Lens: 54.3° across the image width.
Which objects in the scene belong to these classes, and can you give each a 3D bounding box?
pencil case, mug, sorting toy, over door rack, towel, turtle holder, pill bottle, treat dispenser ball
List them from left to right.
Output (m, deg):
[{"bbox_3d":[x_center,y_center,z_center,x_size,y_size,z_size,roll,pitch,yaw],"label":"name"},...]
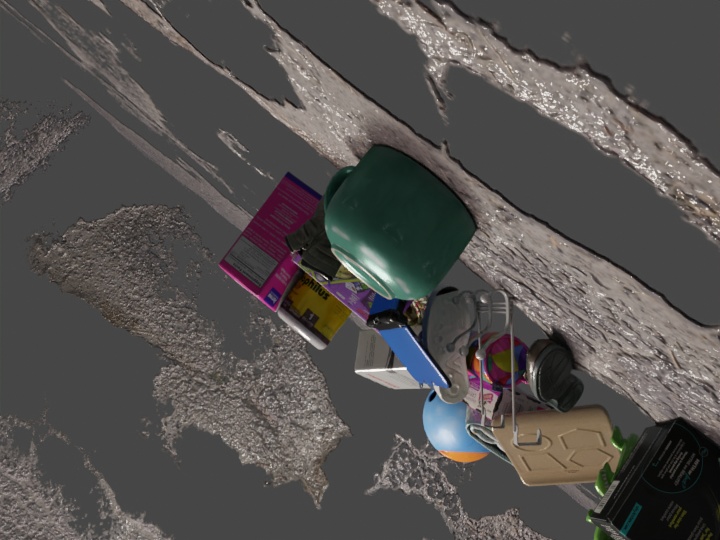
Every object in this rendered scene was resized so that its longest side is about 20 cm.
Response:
[{"bbox_3d":[-0.049,0.028,1.232,0.108,0.202,0.109,36,173,6],"label":"pill bottle"},{"bbox_3d":[0.030,-0.042,0.782,0.151,0.115,0.185,40,172,-14],"label":"mug"},{"bbox_3d":[0.247,0.350,1.677,0.199,0.202,0.201,37,172,6],"label":"treat dispenser ball"},{"bbox_3d":[0.169,0.129,0.941,0.148,0.065,0.206,165,92,-82],"label":"over door rack"},{"bbox_3d":[0.206,0.141,1.127,0.088,0.089,0.200,39,174,-7],"label":"pencil case"},{"bbox_3d":[0.282,0.285,1.345,0.198,0.048,0.173,38,-147,-14],"label":"towel"},{"bbox_3d":[0.324,0.281,1.135,0.181,0.037,0.202,-11,133,24],"label":"sorting toy"},{"bbox_3d":[0.387,0.319,0.961,0.129,0.145,0.185,18,-153,24],"label":"turtle holder"}]

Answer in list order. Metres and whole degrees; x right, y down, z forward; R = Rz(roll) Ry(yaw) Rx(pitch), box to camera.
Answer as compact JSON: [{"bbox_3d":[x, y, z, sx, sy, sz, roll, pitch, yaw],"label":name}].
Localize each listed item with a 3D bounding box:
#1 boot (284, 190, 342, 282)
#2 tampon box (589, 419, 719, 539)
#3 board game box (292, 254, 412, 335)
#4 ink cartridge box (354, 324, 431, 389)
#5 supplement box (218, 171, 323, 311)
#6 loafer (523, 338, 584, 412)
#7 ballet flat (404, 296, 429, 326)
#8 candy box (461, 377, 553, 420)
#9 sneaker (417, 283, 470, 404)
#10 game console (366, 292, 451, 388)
[{"bbox_3d":[-0.007,-0.034,0.942,0.198,0.132,0.068,33,172,38],"label":"boot"},{"bbox_3d":[0.407,0.305,0.839,0.198,0.151,0.126,37,172,15],"label":"tampon box"},{"bbox_3d":[0.000,0.000,1.152,0.199,0.121,0.032,40,-171,-1],"label":"board game box"},{"bbox_3d":[0.107,0.166,1.322,0.196,0.086,0.143,-9,154,36],"label":"ink cartridge box"},{"bbox_3d":[-0.138,-0.048,1.218,0.102,0.202,0.101,34,172,21],"label":"supplement box"},{"bbox_3d":[0.251,0.139,0.957,0.063,0.072,0.200,39,176,38],"label":"loafer"},{"bbox_3d":[0.079,0.044,1.238,0.075,0.064,0.200,33,170,40],"label":"ballet flat"},{"bbox_3d":[0.286,0.246,1.224,0.196,0.062,0.136,23,178,-17],"label":"candy box"},{"bbox_3d":[0.120,0.097,1.128,0.147,0.078,0.205,-125,25,-66],"label":"sneaker"},{"bbox_3d":[0.083,0.065,1.026,0.116,0.175,0.200,21,171,-7],"label":"game console"}]
